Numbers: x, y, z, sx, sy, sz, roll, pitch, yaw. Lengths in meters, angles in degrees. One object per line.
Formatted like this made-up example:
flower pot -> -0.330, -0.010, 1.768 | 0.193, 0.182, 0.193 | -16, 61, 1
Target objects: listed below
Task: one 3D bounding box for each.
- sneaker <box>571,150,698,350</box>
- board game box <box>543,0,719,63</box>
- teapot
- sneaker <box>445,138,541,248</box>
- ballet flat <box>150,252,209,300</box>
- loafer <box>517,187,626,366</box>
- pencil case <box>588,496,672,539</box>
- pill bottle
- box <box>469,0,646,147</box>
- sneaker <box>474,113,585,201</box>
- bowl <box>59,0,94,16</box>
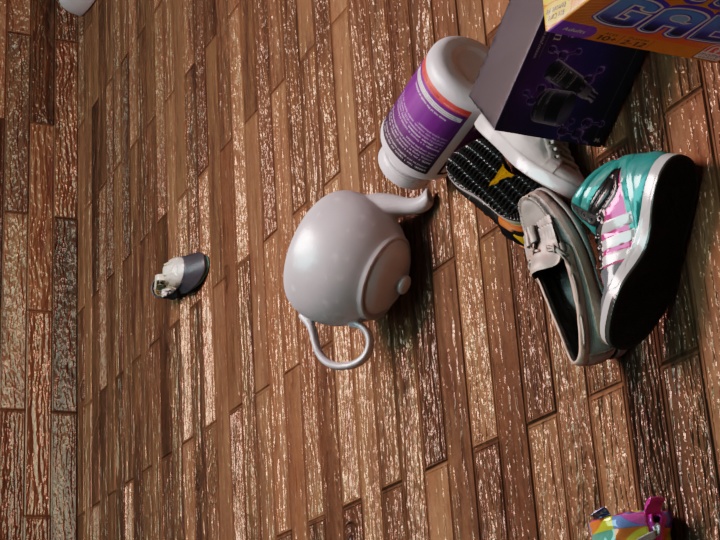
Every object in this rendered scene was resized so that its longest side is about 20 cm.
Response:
sneaker -> 0.258, -0.029, 1.436 | 0.121, 0.083, 0.200 | 26, 101, 58
board game box -> 0.295, -0.331, 1.289 | 0.200, 0.199, 0.200 | 148, 123, -60
teapot -> 0.000, 0.000, 1.904 | 0.146, 0.197, 0.200 | 25, 137, 26
sneaker -> 0.164, -0.078, 1.649 | 0.090, 0.070, 0.200 | 61, 174, -35
ballet flat -> -0.354, 0.013, 2.733 | 0.200, 0.073, 0.073 | -32, 57, 59
loafer -> 0.210, 0.006, 1.489 | 0.200, 0.063, 0.072 | 64, 152, 15
pencil case -> 0.267, 0.321, 1.351 | 0.088, 0.088, 0.201 | -37, 54, 57
pill bottle -> 0.097, -0.190, 1.778 | 0.200, 0.112, 0.113 | -53, 39, 47
box -> 0.222, -0.240, 1.495 | 0.079, 0.141, 0.200 | 61, 138, 47
sneaker -> 0.204, -0.148, 1.594 | 0.085, 0.073, 0.200 | -53, 45, 14
bowl -> -0.732, -0.776, 3.689 | 0.200, 0.074, 0.201 | -16, 69, 62
